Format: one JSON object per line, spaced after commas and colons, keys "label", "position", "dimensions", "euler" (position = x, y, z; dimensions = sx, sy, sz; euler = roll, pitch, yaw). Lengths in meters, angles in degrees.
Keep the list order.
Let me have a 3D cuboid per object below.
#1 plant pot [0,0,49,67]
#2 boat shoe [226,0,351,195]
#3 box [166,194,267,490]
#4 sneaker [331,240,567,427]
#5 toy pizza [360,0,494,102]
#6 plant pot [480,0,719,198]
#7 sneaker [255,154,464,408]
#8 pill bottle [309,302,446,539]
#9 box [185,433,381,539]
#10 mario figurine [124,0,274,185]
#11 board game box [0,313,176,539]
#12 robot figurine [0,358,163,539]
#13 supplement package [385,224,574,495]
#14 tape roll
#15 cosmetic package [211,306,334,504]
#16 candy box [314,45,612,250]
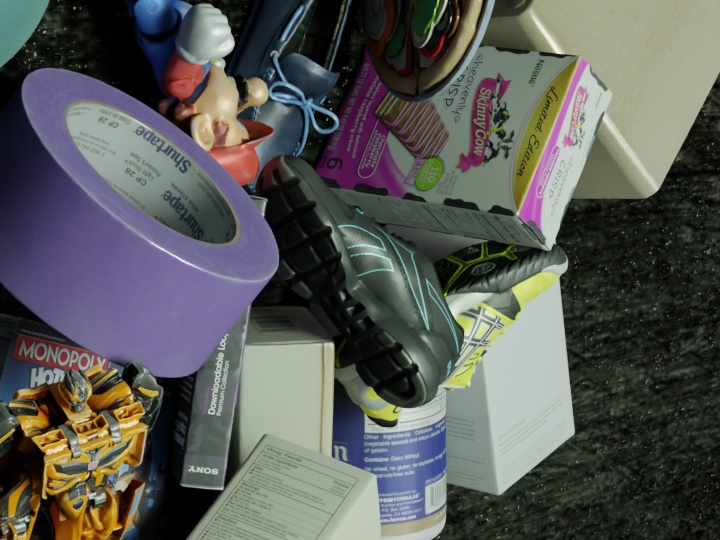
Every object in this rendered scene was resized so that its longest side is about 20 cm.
{"label": "plant pot", "position": [-0.265, -0.183, 1.349], "dimensions": [0.161, 0.199, 0.202], "euler": [-15, 110, -64]}
{"label": "boat shoe", "position": [-0.052, -0.148, 1.733], "dimensions": [0.084, 0.068, 0.201], "euler": [13, 88, -53]}
{"label": "box", "position": [-0.105, 0.044, 1.661], "dimensions": [0.036, 0.143, 0.201], "euler": [10, 92, -12]}
{"label": "sneaker", "position": [0.069, 0.041, 1.761], "dimensions": [0.199, 0.075, 0.077], "euler": [-29, 112, -15]}
{"label": "toy pizza", "position": [0.042, -0.224, 1.751], "dimensions": [0.032, 0.200, 0.202], "euler": [5, 95, -28]}
{"label": "plant pot", "position": [0.156, -0.190, 1.910], "dimensions": [0.177, 0.199, 0.200], "euler": [48, 60, -34]}
{"label": "sneaker", "position": [0.000, 0.000, 1.672], "dimensions": [0.079, 0.075, 0.201], "euler": [-40, 101, -40]}
{"label": "pill bottle", "position": [0.009, 0.104, 1.835], "dimensions": [0.115, 0.115, 0.201], "euler": [-16, 110, -50]}
{"label": "box", "position": [-0.072, 0.212, 1.588], "dimensions": [0.200, 0.095, 0.078], "euler": [-51, 149, -37]}
{"label": "mario figurine", "position": [-0.107, -0.150, 1.622], "dimensions": [0.201, 0.105, 0.124], "euler": [69, 29, -25]}
{"label": "board game box", "position": [-0.196, 0.097, 1.607], "dimensions": [0.200, 0.061, 0.201], "euler": [24, 79, -53]}
{"label": "robot figurine", "position": [-0.186, 0.134, 1.463], "dimensions": [0.144, 0.058, 0.200], "euler": [-19, 148, -32]}
{"label": "supplement package", "position": [0.086, 0.057, 1.921], "dimensions": [0.120, 0.121, 0.201], "euler": [-33, 124, -45]}
{"label": "tape roll", "position": [-0.154, -0.031, 1.507], "dimensions": [0.085, 0.200, 0.200], "euler": [-50, 148, 19]}
{"label": "cosmetic package", "position": [-0.066, 0.135, 1.735], "dimensions": [0.073, 0.104, 0.201], "euler": [-2, 105, -13]}
{"label": "candy box", "position": [0.074, -0.100, 1.802], "dimensions": [0.061, 0.199, 0.137], "euler": [42, 65, -49]}
